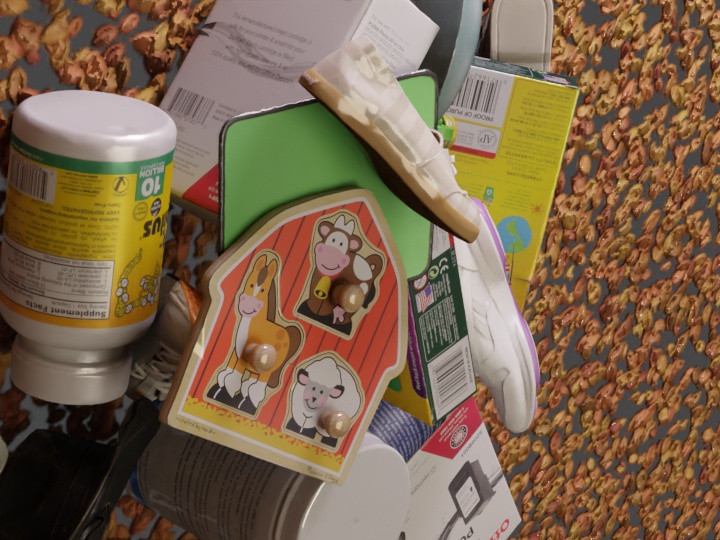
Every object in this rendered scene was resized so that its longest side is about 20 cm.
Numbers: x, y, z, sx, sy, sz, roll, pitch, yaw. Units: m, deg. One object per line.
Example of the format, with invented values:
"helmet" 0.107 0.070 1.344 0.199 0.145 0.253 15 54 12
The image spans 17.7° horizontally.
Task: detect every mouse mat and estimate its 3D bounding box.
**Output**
"mouse mat" -0.021 -0.047 1.601 0.200 0.008 0.161 -18 119 -39

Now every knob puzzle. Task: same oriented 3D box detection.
"knob puzzle" -0.030 0.037 1.591 0.219 0.030 0.220 -13 111 -38

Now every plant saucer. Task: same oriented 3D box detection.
"plant saucer" 0.049 -0.179 1.730 0.039 0.201 0.201 10 103 -23

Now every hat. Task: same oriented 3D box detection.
"hat" -0.222 0.169 1.671 0.201 0.081 0.201 -63 175 -10

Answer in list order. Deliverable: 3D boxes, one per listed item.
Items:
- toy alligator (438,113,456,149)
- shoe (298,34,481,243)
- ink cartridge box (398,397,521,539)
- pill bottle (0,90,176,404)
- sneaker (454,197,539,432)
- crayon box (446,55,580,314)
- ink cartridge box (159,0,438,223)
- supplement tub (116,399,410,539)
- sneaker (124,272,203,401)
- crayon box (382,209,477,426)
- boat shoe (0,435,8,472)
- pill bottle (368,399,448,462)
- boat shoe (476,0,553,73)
"toy alligator" 0.030 -0.067 1.838 0.059 0.054 0.200 8 121 -37
"shoe" 0.034 -0.086 1.581 0.053 0.070 0.200 -49 133 -5
"ink cartridge box" 0.050 0.199 2.030 0.145 0.083 0.200 -48 140 -22
"pill bottle" -0.192 -0.014 1.595 0.113 0.113 0.200 -13 119 -46
"sneaker" 0.083 0.042 1.871 0.100 0.075 0.200 -20 101 -3
"crayon box" 0.094 -0.073 1.902 0.051 0.127 0.200 -98 -159 -74
"ink cartridge box" -0.055 -0.124 1.657 0.083 0.145 0.200 33 84 -47
"supplement tub" -0.077 0.154 1.754 0.132 0.200 0.132 -27 129 -39
"sneaker" -0.133 0.060 1.667 0.076 0.200 0.092 39 85 -8
"crayon box" 0.000 0.000 1.785 0.058 0.172 0.200 -35 134 -29
"boat shoe" -0.308 0.188 1.601 0.200 0.068 0.075 -50 140 -22
"pill bottle" 0.008 0.110 1.907 0.200 0.111 0.111 -46 139 -23
"boat shoe" 0.126 -0.149 1.941 0.063 0.073 0.200 -88 -174 -74
